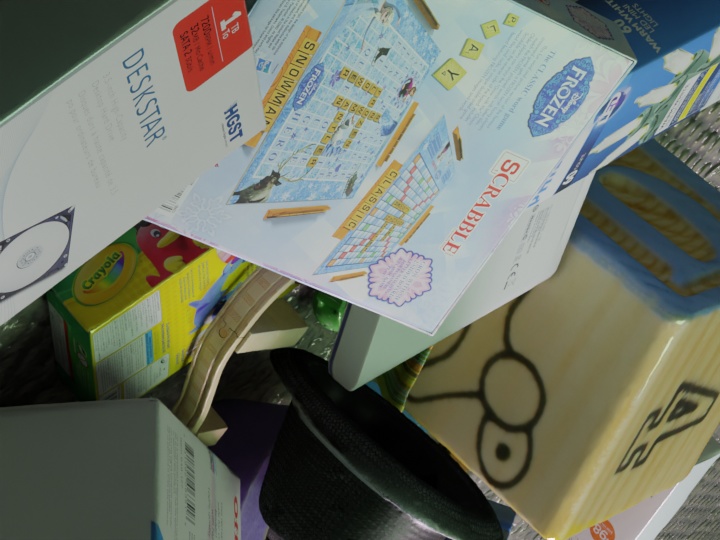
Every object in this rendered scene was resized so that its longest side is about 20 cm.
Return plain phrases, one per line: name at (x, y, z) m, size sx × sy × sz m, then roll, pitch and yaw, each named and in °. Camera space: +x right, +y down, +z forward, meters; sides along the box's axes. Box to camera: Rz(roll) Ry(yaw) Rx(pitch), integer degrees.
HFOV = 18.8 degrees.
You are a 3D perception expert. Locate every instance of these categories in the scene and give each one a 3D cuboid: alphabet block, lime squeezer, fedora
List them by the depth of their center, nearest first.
fedora at (-0.006, 0.134, 1.329) m, size 0.092 × 0.200 × 0.200 m, roll -51°, pitch 158°, yaw 5°
lime squeezer at (0.000, 0.000, 1.412) m, size 0.070 × 0.038 × 0.201 m, roll -34°, pitch 156°, yaw -21°
alphabet block at (0.159, 0.036, 1.519) m, size 0.196 × 0.195 × 0.201 m, roll -14°, pitch 139°, yaw -49°

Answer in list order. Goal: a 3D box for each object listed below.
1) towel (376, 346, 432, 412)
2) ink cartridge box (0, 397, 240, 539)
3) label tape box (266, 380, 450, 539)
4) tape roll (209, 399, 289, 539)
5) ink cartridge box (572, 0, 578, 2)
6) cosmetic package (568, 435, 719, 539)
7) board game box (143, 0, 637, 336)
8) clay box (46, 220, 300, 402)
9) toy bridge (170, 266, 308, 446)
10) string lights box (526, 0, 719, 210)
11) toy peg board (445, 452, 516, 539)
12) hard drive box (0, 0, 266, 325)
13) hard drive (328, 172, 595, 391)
towel at (0.059, -0.007, 1.420) m, size 0.018 × 0.086 × 0.201 m, roll 17°, pitch 116°, yaw -23°
ink cartridge box at (-0.156, 0.173, 1.243) m, size 0.143 × 0.149 × 0.200 m, roll -5°, pitch 160°, yaw 10°
label tape box at (0.019, 0.121, 1.631) m, size 0.144 × 0.063 × 0.201 m, roll -15°, pitch 145°, yaw -51°
tape roll at (-0.060, 0.190, 1.448) m, size 0.199 × 0.084 × 0.202 m, roll -8°, pitch 100°, yaw -55°
ink cartridge box at (0.068, -0.102, 1.309) m, size 0.200 × 0.059 × 0.104 m, roll -52°, pitch 159°, yaw 22°
cosmetic package at (0.171, 0.125, 1.717) m, size 0.051 × 0.200 × 0.151 m, roll -18°, pitch 147°, yaw -44°
board game box at (0.007, -0.080, 1.128) m, size 0.198 × 0.041 × 0.201 m, roll 23°, pitch 119°, yaw -26°
clay box at (-0.084, -0.007, 1.238) m, size 0.199 × 0.048 × 0.115 m, roll -36°, pitch 158°, yaw -22°
toy bridge at (-0.059, 0.031, 1.251) m, size 0.200 × 0.027 × 0.067 m, roll -52°, pitch 158°, yaw 22°
string lights box at (0.153, -0.118, 1.265) m, size 0.199 × 0.059 × 0.103 m, roll -30°, pitch 158°, yaw -37°
toy peg board at (0.073, 0.266, 1.605) m, size 0.200 × 0.097 × 0.201 m, roll -62°, pitch 168°, yaw -63°
hard drive box at (-0.147, -0.069, 0.977) m, size 0.200 × 0.077 × 0.156 m, roll -38°, pitch 158°, yaw -13°
hard drive at (0.068, -0.017, 1.312) m, size 0.199 × 0.025 × 0.133 m, roll -27°, pitch 146°, yaw -43°
